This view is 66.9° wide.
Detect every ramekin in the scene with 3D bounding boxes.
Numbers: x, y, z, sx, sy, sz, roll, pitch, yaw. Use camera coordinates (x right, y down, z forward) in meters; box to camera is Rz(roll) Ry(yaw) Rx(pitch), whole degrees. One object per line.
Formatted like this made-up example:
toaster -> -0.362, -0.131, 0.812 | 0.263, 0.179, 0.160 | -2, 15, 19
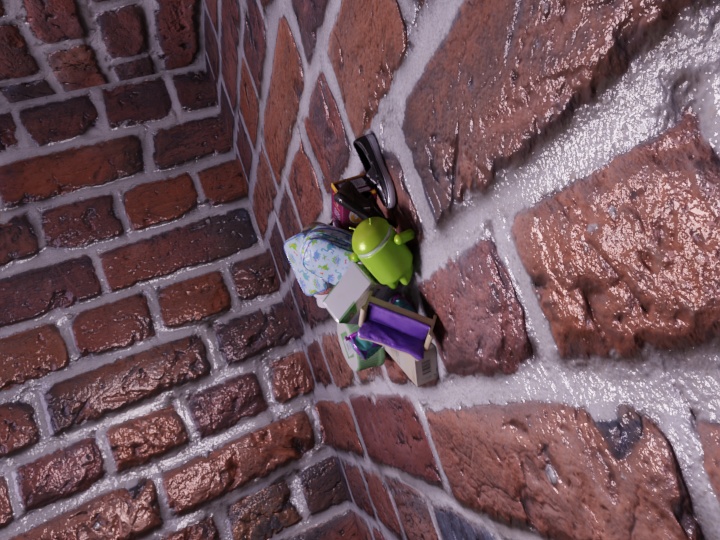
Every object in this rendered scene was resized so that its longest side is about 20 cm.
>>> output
ramekin -> -0.003, 0.229, 1.787 | 0.201, 0.095, 0.205 | -125, 26, -43

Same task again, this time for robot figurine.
robot figurine -> 0.056, -0.049, 1.378 | 0.172, 0.118, 0.201 | -19, 124, 41

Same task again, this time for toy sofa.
toy sofa -> 0.091, 0.142, 1.387 | 0.194, 0.099, 0.084 | 20, 144, 8

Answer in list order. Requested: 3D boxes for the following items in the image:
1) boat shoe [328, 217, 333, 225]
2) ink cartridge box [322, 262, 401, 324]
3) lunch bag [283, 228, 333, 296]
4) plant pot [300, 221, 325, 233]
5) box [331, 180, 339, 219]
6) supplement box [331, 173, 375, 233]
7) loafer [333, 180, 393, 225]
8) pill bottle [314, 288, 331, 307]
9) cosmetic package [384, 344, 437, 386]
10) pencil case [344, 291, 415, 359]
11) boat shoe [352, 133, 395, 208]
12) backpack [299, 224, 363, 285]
boat shoe -> -0.073, -0.075, 1.764 | 0.062, 0.073, 0.208 | 19, 124, 27
ink cartridge box -> 0.008, 0.070, 1.498 | 0.083, 0.148, 0.198 | 46, -165, 26
lunch bag -> -0.162, -0.027, 1.769 | 0.159, 0.081, 0.205 | -20, 95, 51
plant pot -> -0.118, -0.057, 1.896 | 0.132, 0.198, 0.207 | 15, 124, 41
box -> -0.046, -0.161, 1.767 | 0.204, 0.045, 0.161 | 93, 153, -48
supplement box -> -0.020, -0.163, 1.584 | 0.204, 0.107, 0.086 | 90, 155, -44
loafer -> 0.021, -0.167, 1.418 | 0.197, 0.073, 0.072 | 30, 178, -38
pill bottle -> -0.146, 0.037, 2.146 | 0.112, 0.109, 0.206 | -139, 36, -57
cosmetic package -> 0.136, 0.220, 1.531 | 0.200, 0.071, 0.107 | -139, 35, -57
pencil case -> 0.056, 0.151, 1.495 | 0.093, 0.199, 0.085 | 48, 177, -26
boat shoe -> 0.032, -0.254, 1.415 | 0.070, 0.064, 0.207 | 155, 98, -72
backpack -> -0.073, -0.044, 1.533 | 0.197, 0.154, 0.166 | 35, 127, 11
